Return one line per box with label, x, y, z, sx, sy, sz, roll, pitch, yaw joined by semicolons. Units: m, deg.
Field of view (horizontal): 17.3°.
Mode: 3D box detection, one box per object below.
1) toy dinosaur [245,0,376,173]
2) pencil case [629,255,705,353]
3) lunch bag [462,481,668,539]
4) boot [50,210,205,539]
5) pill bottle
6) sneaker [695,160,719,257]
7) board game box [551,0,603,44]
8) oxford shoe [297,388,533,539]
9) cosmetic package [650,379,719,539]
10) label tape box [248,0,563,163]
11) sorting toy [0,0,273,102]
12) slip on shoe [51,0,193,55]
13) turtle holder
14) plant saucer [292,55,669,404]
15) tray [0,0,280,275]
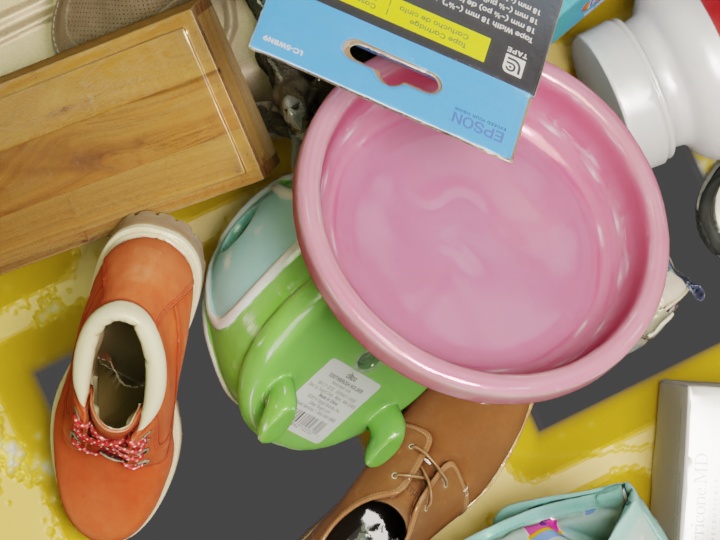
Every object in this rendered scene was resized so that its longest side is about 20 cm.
toy dinosaur;-0.015;-0.139;1.329;0.200;0.077;0.103;-45;116;-43
pencil case;0.107;-0.044;1.329;0.078;0.089;0.201;-35;91;-22
lunch bag;0.102;0.224;1.286;0.199;0.122;0.171;-32;112;0
boot;-0.134;0.079;1.271;0.074;0.107;0.201;11;119;-1
pill bottle;0.225;-0.132;1.329;0.199;0.112;0.113;-24;90;-5
sneaker;0.282;-0.067;1.349;0.199;0.080;0.074;-28;92;-3
board game box;0.098;-0.218;1.312;0.152;0.045;0.200;45;68;10
oxford shoe;0.036;0.117;1.329;0.071;0.071;0.200;38;84;-1
cosmetic package;0.269;0.120;1.339;0.198;0.085;0.109;2;89;-6
label tape box;0.029;-0.148;1.196;0.143;0.063;0.201;23;61;-6
sorting toy;-0.155;-0.158;1.342;0.184;0.036;0.201;-26;95;-5
slip on shoe;-0.100;-0.182;1.272;0.200;0.061;0.076;-40;74;16
turtle holder;-0.010;0.003;1.283;0.140;0.132;0.186;-3;133;-35
plant saucer;0.058;-0.021;1.208;0.199;0.051;0.202;7;63;-14
tray;-0.154;-0.067;1.285;0.199;0.037;0.099;-19;104;21
